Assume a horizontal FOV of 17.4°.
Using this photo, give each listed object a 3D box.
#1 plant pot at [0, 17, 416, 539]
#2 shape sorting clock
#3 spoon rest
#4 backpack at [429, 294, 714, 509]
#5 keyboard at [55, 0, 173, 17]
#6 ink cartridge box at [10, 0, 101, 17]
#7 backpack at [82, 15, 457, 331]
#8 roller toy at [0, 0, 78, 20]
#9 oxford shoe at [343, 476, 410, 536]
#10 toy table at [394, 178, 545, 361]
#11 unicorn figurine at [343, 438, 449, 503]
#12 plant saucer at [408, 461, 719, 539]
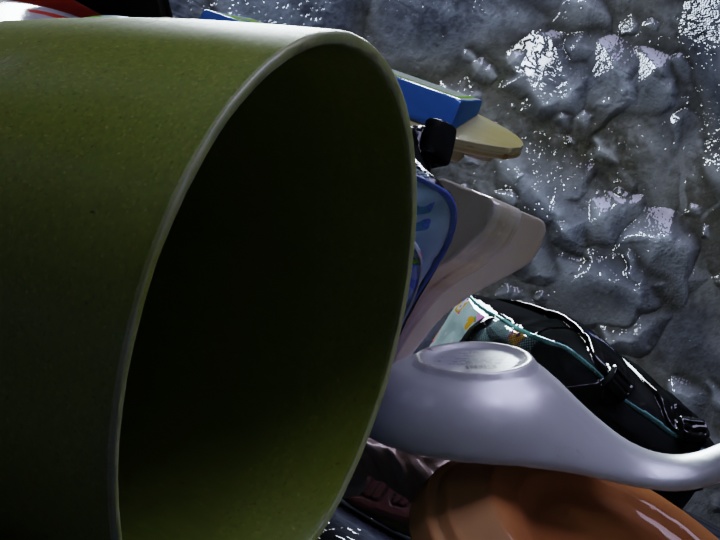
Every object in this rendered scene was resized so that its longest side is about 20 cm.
[{"bbox_3d":[-0.111,-0.003,0.741,0.199,0.188,0.187,15,-4,23],"label":"plant pot"},{"bbox_3d":[-0.012,-0.092,1.211,0.199,0.039,0.200,19,6,-2],"label":"shape sorting clock"},{"bbox_3d":[0.096,0.066,1.037,0.198,0.061,0.099,-1,14,-2],"label":"spoon rest"},{"bbox_3d":[0.119,0.104,1.566,0.175,0.154,0.200,30,10,-25],"label":"backpack"},{"bbox_3d":[-0.150,-0.129,1.485,0.103,0.201,0.040,4,36,21],"label":"keyboard"},{"bbox_3d":[-0.192,-0.072,1.490,0.162,0.200,0.057,28,46,0],"label":"ink cartridge box"},{"bbox_3d":[-0.076,-0.005,0.993,0.199,0.184,0.147,24,16,-15],"label":"backpack"},{"bbox_3d":[-0.191,-0.061,1.377,0.199,0.140,0.183,25,21,2],"label":"roller toy"},{"bbox_3d":[0.040,0.128,1.307,0.199,0.071,0.075,28,-25,31],"label":"oxford shoe"},{"bbox_3d":[0.000,0.000,1.174,0.199,0.118,0.183,23,2,44],"label":"toy table"},{"bbox_3d":[0.057,0.124,1.115,0.199,0.074,0.137,28,0,34],"label":"unicorn figurine"},{"bbox_3d":[0.114,0.141,1.022,0.199,0.038,0.200,28,21,-12],"label":"plant saucer"}]
